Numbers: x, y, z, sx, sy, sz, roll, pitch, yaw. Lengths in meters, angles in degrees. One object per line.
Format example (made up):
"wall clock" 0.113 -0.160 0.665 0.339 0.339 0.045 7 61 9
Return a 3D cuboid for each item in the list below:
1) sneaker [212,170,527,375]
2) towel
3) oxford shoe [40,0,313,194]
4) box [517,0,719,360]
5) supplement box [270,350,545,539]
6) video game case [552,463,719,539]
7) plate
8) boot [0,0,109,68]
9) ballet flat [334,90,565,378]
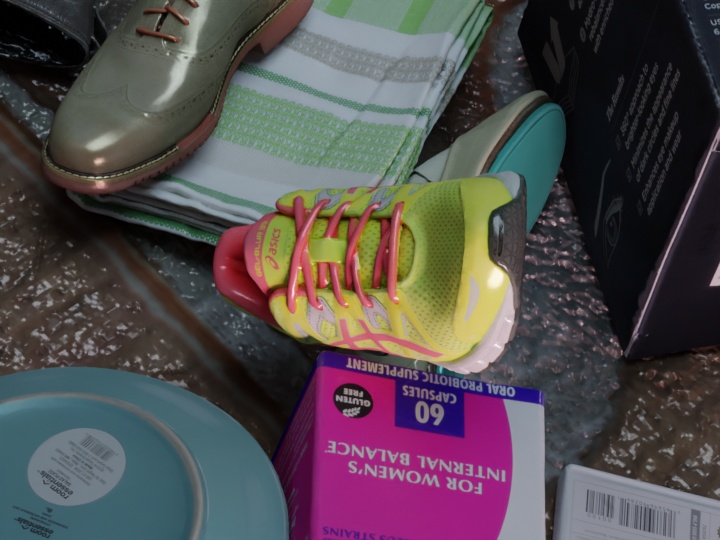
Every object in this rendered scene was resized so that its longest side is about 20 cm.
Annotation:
"sneaker" 0.000 0.000 1.073 0.090 0.200 0.079 11 78 -24
"towel" -0.035 -0.087 1.259 0.148 0.031 0.201 17 49 13
"oxford shoe" -0.087 -0.114 1.219 0.070 0.074 0.200 18 47 19
"box" 0.167 -0.099 1.232 0.117 0.197 0.201 -8 60 -14
"supplement box" 0.015 0.148 1.072 0.100 0.104 0.201 10 53 -11
"video game case" 0.147 0.185 1.139 0.142 0.018 0.201 15 51 -7
"plate" -0.128 0.106 1.064 0.198 0.026 0.201 -4 45 4
"boot" -0.197 -0.188 1.280 0.199 0.069 0.175 20 50 -5
"ballet flat" 0.037 -0.013 1.230 0.069 0.070 0.201 25 52 2
